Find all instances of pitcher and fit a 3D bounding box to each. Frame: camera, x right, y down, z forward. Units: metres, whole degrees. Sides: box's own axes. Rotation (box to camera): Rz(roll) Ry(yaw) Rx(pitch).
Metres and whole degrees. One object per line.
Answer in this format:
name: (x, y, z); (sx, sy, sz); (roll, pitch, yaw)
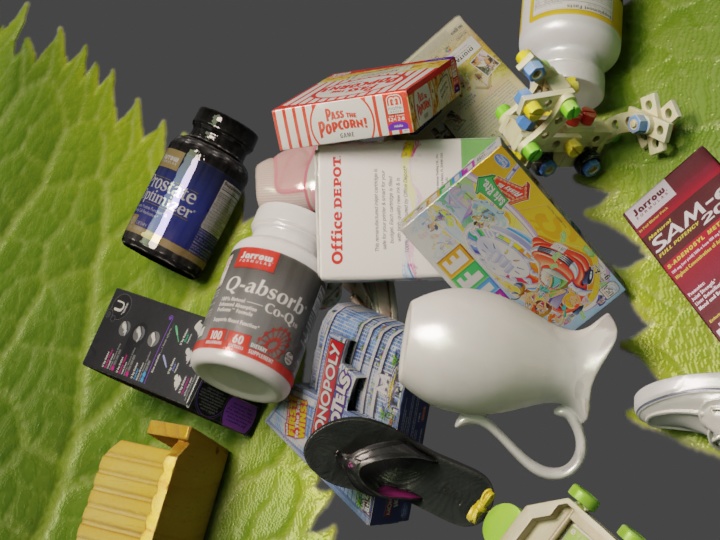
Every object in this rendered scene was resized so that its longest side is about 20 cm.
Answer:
pitcher: (0.137, 0.110, 1.411); (0.198, 0.121, 0.173); (9, 90, -2)

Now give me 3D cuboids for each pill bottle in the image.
pill bottle: (-0.103, 0.034, 1.584); (0.115, 0.116, 0.201); (0, 61, 37)
pill bottle: (-0.211, -0.100, 1.822); (0.111, 0.112, 0.201); (20, 81, 41)
pill bottle: (0.232, -0.279, 1.577); (0.111, 0.112, 0.201); (-9, 63, 34)

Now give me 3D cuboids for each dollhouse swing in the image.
dollhouse swing: (-0.271, 0.273, 1.650); (0.175, 0.182, 0.201); (11, 74, 19)

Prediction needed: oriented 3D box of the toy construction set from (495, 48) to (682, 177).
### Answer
toy construction set: (0.226, -0.156, 1.489); (0.092, 0.199, 0.132); (-107, 33, -44)

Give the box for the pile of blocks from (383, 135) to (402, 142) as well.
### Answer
pile of blocks: (0.064, -0.086, 1.653); (0.062, 0.081, 0.201); (107, 165, -51)

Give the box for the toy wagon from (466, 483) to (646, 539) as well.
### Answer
toy wagon: (0.182, 0.282, 1.380); (0.156, 0.040, 0.200); (-53, 47, 2)

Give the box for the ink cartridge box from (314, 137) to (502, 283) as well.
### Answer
ink cartridge box: (0.054, -0.062, 1.531); (0.198, 0.084, 0.146); (-2, 87, 4)

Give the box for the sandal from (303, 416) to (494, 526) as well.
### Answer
sandal: (0.040, 0.201, 1.439); (0.199, 0.048, 0.076); (18, 98, -2)

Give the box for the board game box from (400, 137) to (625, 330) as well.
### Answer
board game box: (0.154, -0.016, 1.456); (0.134, 0.200, 0.034); (-40, 14, 14)

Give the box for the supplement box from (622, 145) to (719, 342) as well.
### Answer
supplement box: (0.353, -0.014, 1.386); (0.109, 0.061, 0.201); (-42, 48, 13)

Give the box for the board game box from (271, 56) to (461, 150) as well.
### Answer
board game box: (0.011, -0.182, 1.549); (0.150, 0.200, 0.047); (-6, 106, 20)

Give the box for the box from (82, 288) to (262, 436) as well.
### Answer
box: (-0.212, 0.107, 1.710); (0.199, 0.122, 0.107); (15, 78, 40)

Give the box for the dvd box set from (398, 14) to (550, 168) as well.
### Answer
dvd box set: (0.118, -0.176, 1.625); (0.146, 0.029, 0.200); (-42, 62, 4)

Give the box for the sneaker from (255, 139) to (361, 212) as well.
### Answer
sneaker: (-0.067, -0.128, 1.701); (0.104, 0.076, 0.201); (-10, 30, 22)

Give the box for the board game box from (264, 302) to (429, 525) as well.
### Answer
board game box: (-0.016, 0.143, 1.550); (0.199, 0.061, 0.202); (20, 103, 47)

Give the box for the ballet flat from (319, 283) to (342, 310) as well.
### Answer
ballet flat: (-0.066, -0.044, 1.716); (0.075, 0.064, 0.201); (-34, 51, 21)

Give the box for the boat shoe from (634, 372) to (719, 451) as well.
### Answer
boat shoe: (0.342, 0.134, 1.310); (0.199, 0.074, 0.066); (-9, 58, 35)

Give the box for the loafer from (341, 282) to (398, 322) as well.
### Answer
loafer: (0.000, 0.000, 1.628); (0.062, 0.072, 0.201); (-4, 55, -9)
